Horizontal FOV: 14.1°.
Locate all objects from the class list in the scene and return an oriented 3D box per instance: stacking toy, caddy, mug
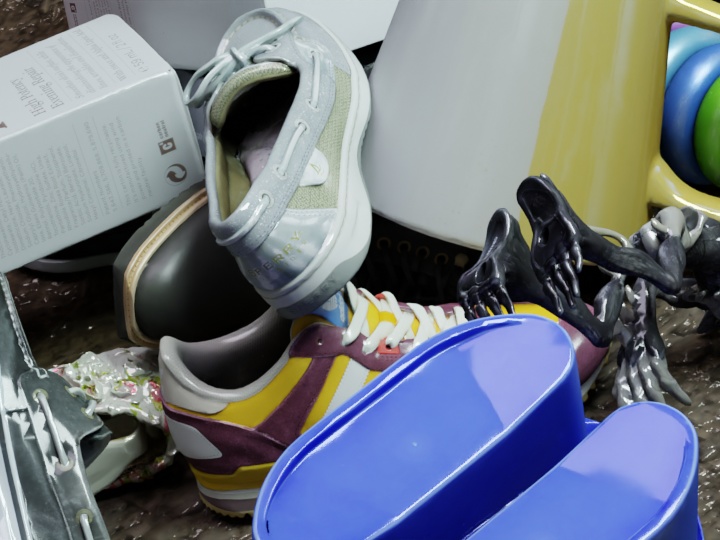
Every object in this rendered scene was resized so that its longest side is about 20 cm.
[{"bbox_3d":[0.188,-0.065,1.371,0.085,0.086,0.200,-36,40,-27],"label":"stacking toy"},{"bbox_3d":[0.045,0.113,1.123,0.200,0.105,0.141,-36,55,-27],"label":"caddy"},{"bbox_3d":[0.093,-0.095,1.333,0.186,0.154,0.149,8,15,-19],"label":"mug"}]

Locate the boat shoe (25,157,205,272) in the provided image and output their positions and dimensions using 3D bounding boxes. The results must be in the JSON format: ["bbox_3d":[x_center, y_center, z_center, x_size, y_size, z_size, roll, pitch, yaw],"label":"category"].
[{"bbox_3d":[-0.120,-0.037,1.517,0.199,0.060,0.076,3,36,35],"label":"boat shoe"}]

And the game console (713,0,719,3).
[{"bbox_3d":[0.101,-0.205,1.540,0.177,0.200,0.031,14,71,48],"label":"game console"}]

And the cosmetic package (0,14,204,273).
[{"bbox_3d":[-0.188,-0.048,1.432,0.199,0.074,0.102,-23,28,-15],"label":"cosmetic package"}]

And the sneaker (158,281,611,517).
[{"bbox_3d":[0.010,0.040,1.276,0.199,0.090,0.075,-20,29,2],"label":"sneaker"}]

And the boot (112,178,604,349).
[{"bbox_3d":[0.000,0.000,1.331,0.200,0.078,0.138,-22,30,-38],"label":"boot"}]

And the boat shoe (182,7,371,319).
[{"bbox_3d":[-0.041,-0.061,1.289,0.074,0.065,0.202,-36,33,22],"label":"boat shoe"}]

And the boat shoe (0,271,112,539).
[{"bbox_3d":[-0.144,0.080,1.268,0.071,0.072,0.201,-9,70,-15],"label":"boat shoe"}]

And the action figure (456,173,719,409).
[{"bbox_3d":[0.141,0.017,1.221,0.199,0.102,0.119,7,-25,-33],"label":"action figure"}]

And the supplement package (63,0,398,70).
[{"bbox_3d":[-0.058,-0.213,1.498,0.147,0.192,0.200,-21,18,-33],"label":"supplement package"}]

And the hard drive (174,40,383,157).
[{"bbox_3d":[-0.042,-0.103,1.542,0.134,0.042,0.200,-14,15,-10],"label":"hard drive"}]

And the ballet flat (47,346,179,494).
[{"bbox_3d":[-0.170,0.092,1.321,0.199,0.076,0.064,-25,37,-3],"label":"ballet flat"}]
